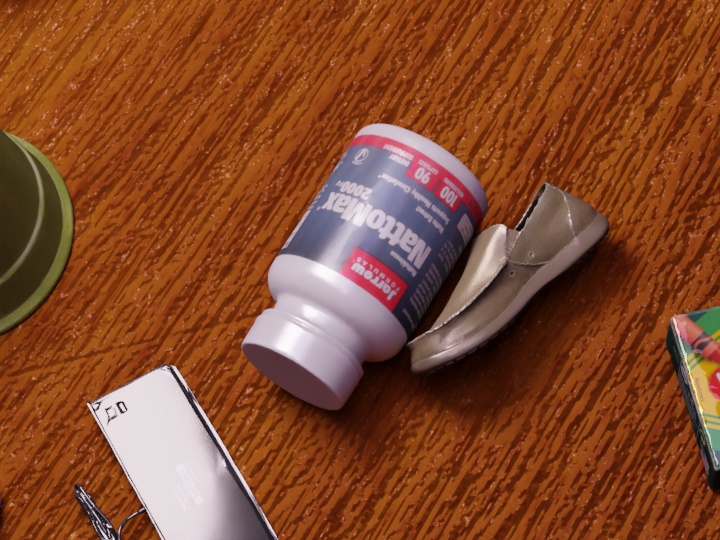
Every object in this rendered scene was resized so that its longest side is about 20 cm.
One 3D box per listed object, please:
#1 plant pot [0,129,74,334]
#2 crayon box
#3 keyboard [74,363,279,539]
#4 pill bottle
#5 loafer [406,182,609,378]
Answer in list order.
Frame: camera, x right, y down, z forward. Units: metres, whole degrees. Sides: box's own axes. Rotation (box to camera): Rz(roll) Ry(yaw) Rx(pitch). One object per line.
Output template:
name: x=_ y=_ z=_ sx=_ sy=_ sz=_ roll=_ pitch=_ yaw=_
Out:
plant pot: x=-0.338 y=-0.066 z=1.519 sx=0.200 sy=0.190 sz=0.200 roll=-2 pitch=66 yaw=4
crayon box: x=0.342 y=0.077 z=1.469 sx=0.200 sy=0.051 sz=0.127 roll=-13 pitch=65 yaw=-1
keyboard: x=-0.151 y=0.176 z=1.487 sx=0.127 sy=0.021 sz=0.200 roll=-27 pitch=65 yaw=-13
pill bottle: x=0.000 y=0.000 z=1.497 sx=0.119 sy=0.120 sz=0.200 roll=27 pitch=71 yaw=16
loafer: x=0.102 y=0.007 z=1.505 sx=0.200 sy=0.076 sz=0.067 roll=-40 pitch=87 yaw=-23
